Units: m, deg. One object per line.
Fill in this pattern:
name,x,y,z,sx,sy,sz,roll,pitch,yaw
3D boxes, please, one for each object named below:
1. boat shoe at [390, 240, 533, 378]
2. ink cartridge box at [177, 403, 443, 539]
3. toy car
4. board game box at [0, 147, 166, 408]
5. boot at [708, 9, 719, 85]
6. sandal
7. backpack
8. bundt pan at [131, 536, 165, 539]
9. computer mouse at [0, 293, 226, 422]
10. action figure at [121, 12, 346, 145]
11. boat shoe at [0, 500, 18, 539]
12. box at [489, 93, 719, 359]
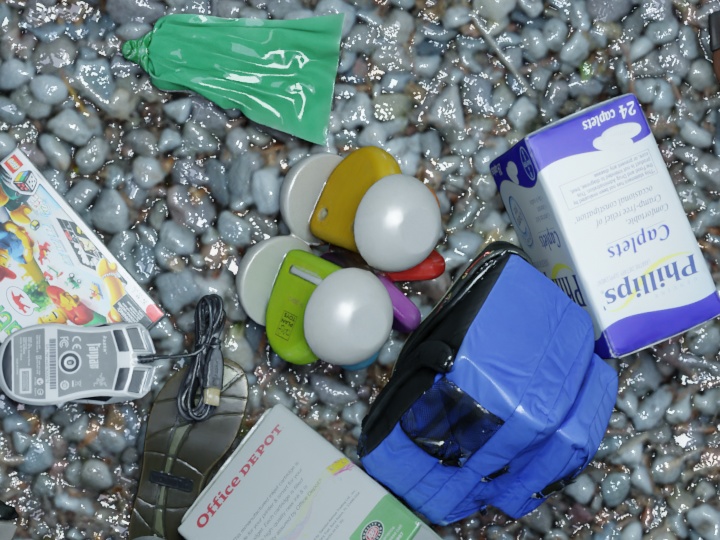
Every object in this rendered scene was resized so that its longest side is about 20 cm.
boat shoe,0.088,0.063,1.438,0.073,0.063,0.202,33,90,-4
ink cartridge box,-0.040,0.229,1.359,0.200,0.088,0.146,35,84,39
toy car,0.000,0.000,1.403,0.150,0.175,0.201,31,85,-39
board game box,-0.286,0.007,1.428,0.126,0.035,0.200,-42,91,-3
boot,0.423,-0.153,1.467,0.187,0.068,0.202,-10,89,-5
sandal,-0.153,0.168,1.426,0.081,0.055,0.201,15,101,3
backpack,0.098,0.121,1.317,0.168,0.200,0.163,43,42,-1
bundt pan,-0.140,0.300,1.351,0.202,0.202,0.076,43,74,-1
computer mouse,-0.215,0.078,1.387,0.198,0.044,0.111,-1,82,2
action figure,-0.118,-0.187,1.438,0.198,0.055,0.119,10,89,4
boat shoe,-0.388,0.270,1.402,0.092,0.075,0.201,32,86,15
box,0.207,-0.032,1.389,0.104,0.184,0.201,-23,89,-5
